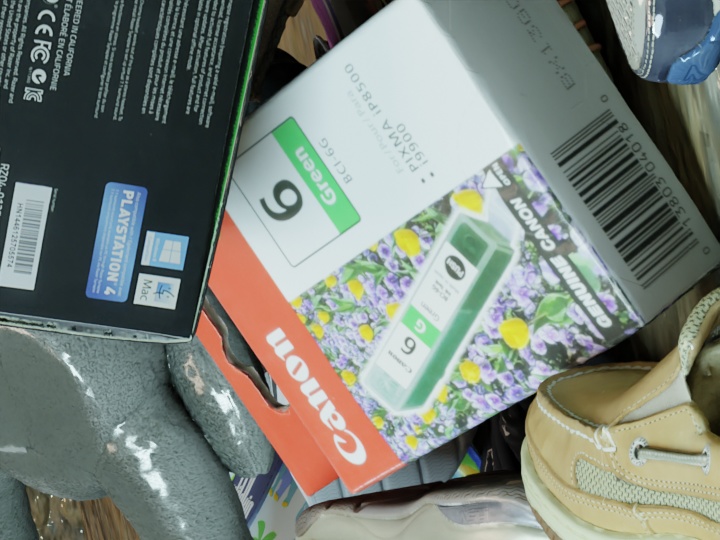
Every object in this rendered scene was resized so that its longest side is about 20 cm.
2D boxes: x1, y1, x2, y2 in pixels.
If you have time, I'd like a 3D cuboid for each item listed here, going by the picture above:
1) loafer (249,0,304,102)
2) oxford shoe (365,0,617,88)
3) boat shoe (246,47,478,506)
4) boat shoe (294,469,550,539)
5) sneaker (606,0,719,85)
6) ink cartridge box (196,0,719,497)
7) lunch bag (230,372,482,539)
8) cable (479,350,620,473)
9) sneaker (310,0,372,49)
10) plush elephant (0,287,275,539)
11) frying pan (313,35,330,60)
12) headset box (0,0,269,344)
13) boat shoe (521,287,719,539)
[{"bbox_3d":[-0.012,-0.140,0.871,0.072,0.063,0.201,-129,47,-59],"label":"loafer"},{"bbox_3d":[0.045,-0.076,0.856,0.074,0.071,0.201,14,121,49],"label":"oxford shoe"},{"bbox_3d":[-0.006,0.004,0.982,0.200,0.072,0.071,83,161,-45],"label":"boat shoe"},{"bbox_3d":[0.031,0.098,0.869,0.200,0.075,0.072,161,99,-74],"label":"boat shoe"},{"bbox_3d":[0.035,-0.128,0.742,0.077,0.085,0.200,99,154,-63],"label":"sneaker"},{"bbox_3d":[0.000,0.000,0.848,0.200,0.050,0.109,-34,91,46],"label":"ink cartridge box"},{"bbox_3d":[-0.003,0.120,1.145,0.170,0.127,0.201,-148,53,-65],"label":"lunch bag"},{"bbox_3d":[0.064,0.095,0.953,0.200,0.051,0.164,-149,49,-76],"label":"cable"},{"bbox_3d":[-0.002,-0.115,0.980,0.114,0.072,0.201,118,137,-78],"label":"sneaker"},{"bbox_3d":[-0.082,0.013,1.076,0.164,0.155,0.200,-1,120,38],"label":"plush elephant"},{"bbox_3d":[0.022,-0.001,1.097,0.115,0.031,0.191,-122,11,-70],"label":"frying pan"},{"bbox_3d":[-0.093,-0.091,0.834,0.200,0.092,0.175,-138,58,-70],"label":"headset box"},{"bbox_3d":[0.095,0.038,0.696,0.200,0.071,0.076,19,126,62],"label":"boat shoe"}]
